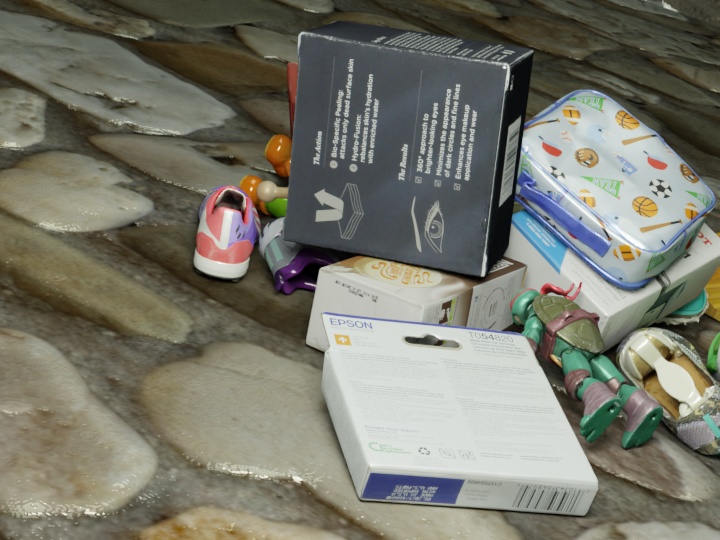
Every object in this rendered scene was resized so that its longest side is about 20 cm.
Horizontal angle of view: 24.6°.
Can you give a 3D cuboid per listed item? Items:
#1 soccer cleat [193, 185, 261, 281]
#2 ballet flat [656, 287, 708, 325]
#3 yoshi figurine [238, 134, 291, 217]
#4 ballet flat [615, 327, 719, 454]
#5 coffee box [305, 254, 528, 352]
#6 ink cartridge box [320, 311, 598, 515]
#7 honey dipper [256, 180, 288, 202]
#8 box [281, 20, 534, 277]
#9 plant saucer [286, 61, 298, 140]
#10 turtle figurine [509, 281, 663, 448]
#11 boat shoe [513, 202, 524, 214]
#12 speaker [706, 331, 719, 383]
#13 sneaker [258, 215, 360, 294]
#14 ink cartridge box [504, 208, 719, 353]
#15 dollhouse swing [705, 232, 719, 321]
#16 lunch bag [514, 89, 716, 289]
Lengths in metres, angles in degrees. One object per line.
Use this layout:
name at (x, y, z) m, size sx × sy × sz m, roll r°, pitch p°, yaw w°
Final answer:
soccer cleat at (-0.129, -0.057, 1.651) m, size 0.068 × 0.073 × 0.200 m, roll 12°, pitch 21°, yaw -4°
ballet flat at (0.268, 0.024, 1.746) m, size 0.200 × 0.072 × 0.072 m, roll 13°, pitch 21°, yaw -10°
yoshi figurine at (-0.032, -0.073, 1.725) m, size 0.200 × 0.113 × 0.112 m, roll 27°, pitch 35°, yaw 26°
ballet flat at (0.285, 0.094, 1.531) m, size 0.072 × 0.072 × 0.200 m, roll 5°, pitch 24°, yaw -23°
coffee box at (0.056, 0.031, 1.532) m, size 0.114 × 0.080 × 0.200 m, roll 22°, pitch 21°, yaw 29°
ink cartridge box at (0.072, 0.116, 1.348) m, size 0.199 × 0.041 × 0.200 m, roll 7°, pitch 33°, yaw -18°
honey dipper at (-0.009, -0.074, 1.650) m, size 0.200 × 0.038 × 0.038 m, roll 6°, pitch 18°, yaw 16°
box at (0.044, -0.117, 1.526) m, size 0.200 × 0.197 × 0.117 m, roll 11°, pitch 18°, yaw 14°
plant saucer at (0.005, -0.118, 1.788) m, size 0.200 × 0.200 × 0.037 m, roll 21°, pitch 58°, yaw 14°
turtle figurine at (0.178, 0.077, 1.489) m, size 0.150 × 0.101 × 0.200 m, roll -5°, pitch 35°, yaw -34°
boat shoe at (0.113, -0.091, 1.732) m, size 0.075 × 0.075 × 0.202 m, roll 16°, pitch 13°, yaw 39°
speaker at (0.368, 0.082, 1.527) m, size 0.088 × 0.089 × 0.200 m, roll 18°, pitch -2°, yaw 9°
sneaker at (0.000, 0.000, 1.629) m, size 0.200 × 0.074 × 0.088 m, roll 1°, pitch 43°, yaw -18°
ink cartridge box at (0.247, -0.013, 1.655) m, size 0.200 × 0.086 × 0.146 m, roll -26°, pitch 63°, yaw -36°
dollhouse swing at (0.490, -0.022, 1.833) m, size 0.182 × 0.176 × 0.200 m, roll -4°, pitch 29°, yaw -41°
lunch bag at (0.232, -0.081, 1.600) m, size 0.200 × 0.076 × 0.160 m, roll 41°, pitch 50°, yaw 16°
